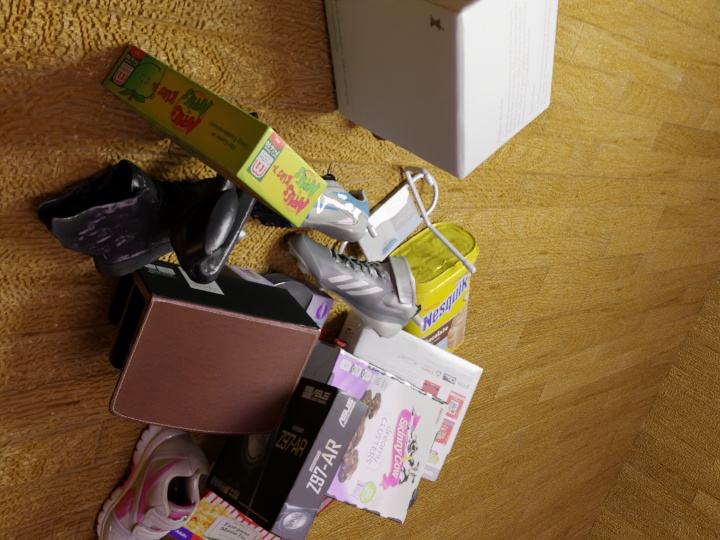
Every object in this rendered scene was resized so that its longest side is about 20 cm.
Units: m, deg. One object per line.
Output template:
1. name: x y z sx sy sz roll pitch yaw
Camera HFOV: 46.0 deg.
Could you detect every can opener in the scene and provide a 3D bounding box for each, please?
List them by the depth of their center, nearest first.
1. can opener: -0.125 -0.073 0.829 0.064 0.078 0.202 50 43 -32

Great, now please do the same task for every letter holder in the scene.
1. letter holder: -0.166 0.085 0.899 0.197 0.100 0.144 14 107 -35

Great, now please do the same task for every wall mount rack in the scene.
1. wall mount rack: 0.068 -0.034 1.154 0.200 0.074 0.175 -42 123 -22

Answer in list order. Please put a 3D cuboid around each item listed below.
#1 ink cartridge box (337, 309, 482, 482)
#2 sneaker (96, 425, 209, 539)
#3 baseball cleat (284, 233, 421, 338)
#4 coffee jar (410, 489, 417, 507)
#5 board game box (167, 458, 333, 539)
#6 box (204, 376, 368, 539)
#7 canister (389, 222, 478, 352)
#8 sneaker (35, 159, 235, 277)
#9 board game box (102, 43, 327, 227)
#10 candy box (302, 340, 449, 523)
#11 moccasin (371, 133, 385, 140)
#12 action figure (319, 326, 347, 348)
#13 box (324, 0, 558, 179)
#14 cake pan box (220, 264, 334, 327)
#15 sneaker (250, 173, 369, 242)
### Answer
1. ink cartridge box: 0.046 0.177 1.201 0.198 0.084 0.178 26 84 -19
2. sneaker: -0.248 0.283 1.019 0.081 0.088 0.203 8 110 -54
3. baseball cleat: 0.000 0.000 1.071 0.106 0.070 0.200 -41 122 12
4. coffee jar: -0.006 0.268 1.215 0.086 0.198 0.105 -54 -167 29
5. board game box: -0.136 0.299 1.116 0.200 0.046 0.151 -44 121 8
6. box: -0.088 0.200 0.950 0.043 0.199 0.162 33 76 -26
7. canister: 0.105 0.048 1.292 0.148 0.086 0.203 -34 142 -31
8. sneaker: -0.205 -0.064 0.816 0.198 0.060 0.105 -34 144 -27
9. board game box: -0.129 -0.120 0.742 0.048 0.199 0.101 -53 146 -3
10. candy box: -0.002 0.206 1.076 0.198 0.071 0.170 29 79 -33
11. moccasin: 0.085 -0.204 1.079 0.201 0.073 0.079 -38 136 -43
12. action figure: -0.092 0.173 1.155 0.202 0.065 0.052 -62 154 3
13. box: 0.087 -0.253 0.919 0.171 0.199 0.201 -39 144 -28
14. cake pan box: -0.134 0.094 1.050 0.183 0.052 0.203 16 103 -58
15. sneaker: -0.065 -0.083 0.992 0.198 0.071 0.074 13 73 -49
